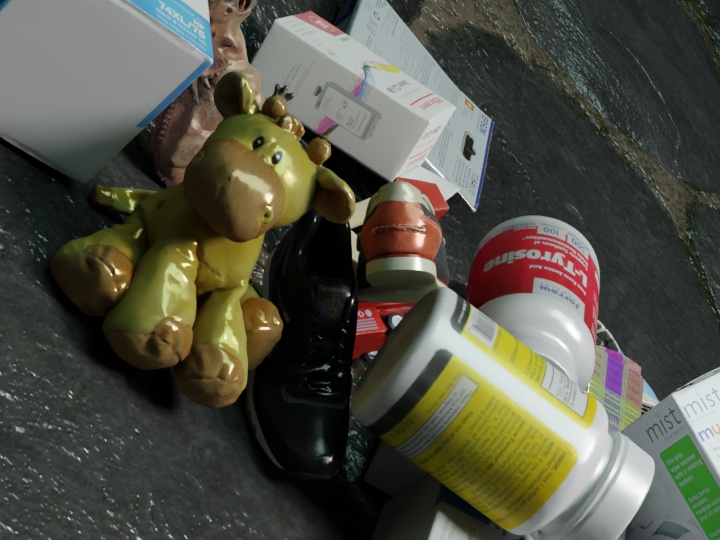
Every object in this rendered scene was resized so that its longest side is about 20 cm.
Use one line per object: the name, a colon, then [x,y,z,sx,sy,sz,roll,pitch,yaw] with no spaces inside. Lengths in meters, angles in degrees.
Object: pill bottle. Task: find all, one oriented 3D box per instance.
pill bottle: [0.102,0.113,1.429,0.200,0.114,0.114,37,27,-7]
pill bottle: [0.137,0.048,1.650,0.112,0.112,0.200,46,26,-17]

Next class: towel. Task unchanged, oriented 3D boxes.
towel: [0.215,0.143,1.778,0.200,0.023,0.145,27,68,-67]

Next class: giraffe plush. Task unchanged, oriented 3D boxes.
giraffe plush: [-0.092,-0.033,1.382,0.172,0.162,0.201,34,29,-19]

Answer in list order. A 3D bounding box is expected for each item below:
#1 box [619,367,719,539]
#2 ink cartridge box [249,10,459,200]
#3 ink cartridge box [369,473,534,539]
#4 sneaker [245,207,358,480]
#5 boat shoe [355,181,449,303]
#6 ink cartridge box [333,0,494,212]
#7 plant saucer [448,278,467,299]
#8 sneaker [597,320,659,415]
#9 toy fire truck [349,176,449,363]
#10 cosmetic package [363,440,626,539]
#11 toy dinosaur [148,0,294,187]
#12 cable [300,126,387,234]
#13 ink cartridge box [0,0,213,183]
box: [0.267,0.192,1.582,0.096,0.200,0.177,-21,76,-33]
ink cartridge box: [0.008,-0.140,1.740,0.199,0.068,0.116,34,17,6]
ink cartridge box: [0.094,0.256,1.462,0.200,0.084,0.146,47,25,-11]
sneaker: [-0.037,0.047,1.444,0.075,0.088,0.201,6,59,-16]
boat shoe: [0.028,-0.014,1.460,0.200,0.071,0.063,78,8,-80]
ink cartridge box: [0.045,-0.162,1.953,0.200,0.041,0.200,47,26,-16]
plant saucer: [0.095,0.101,1.700,0.200,0.050,0.201,41,27,-26]
sneaker: [0.225,0.106,1.927,0.200,0.078,0.090,51,6,-15]
toy fire truck: [0.000,0.000,1.595,0.199,0.049,0.142,-5,62,-40]
cosmetic package: [0.105,0.175,1.550,0.199,0.051,0.083,30,29,0]
toy dinosaur: [-0.123,-0.121,1.517,0.085,0.202,0.135,22,16,27]
cable: [0.002,-0.069,1.750,0.200,0.051,0.164,41,28,-26]
ink cartridge box: [-0.207,-0.201,1.426,0.146,0.147,0.201,31,33,-33]
